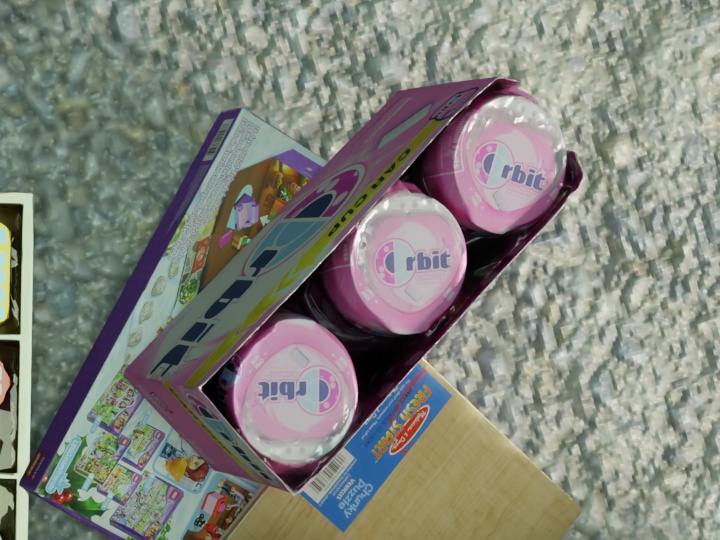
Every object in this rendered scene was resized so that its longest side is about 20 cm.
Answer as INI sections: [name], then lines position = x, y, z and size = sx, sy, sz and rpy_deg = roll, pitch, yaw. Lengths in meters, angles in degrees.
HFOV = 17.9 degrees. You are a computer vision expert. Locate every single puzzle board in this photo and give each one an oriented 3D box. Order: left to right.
[puzzle board]
position = -0.003, 0.146, 1.056
size = 0.151, 0.017, 0.200
rpy_deg = 43, 80, -31

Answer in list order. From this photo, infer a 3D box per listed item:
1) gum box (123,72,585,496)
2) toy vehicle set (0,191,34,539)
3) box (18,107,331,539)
[gum box]
position = 0.000, 0.000, 1.000
size = 0.200, 0.113, 0.066
rpy_deg = -47, 106, -15
[toy vehicle set]
position = -0.214, 0.062, 1.054
size = 0.124, 0.027, 0.201
rpy_deg = 1, 84, -9
[box]
position = -0.051, 0.045, 1.064
size = 0.137, 0.039, 0.201
rpy_deg = 31, 80, -18
